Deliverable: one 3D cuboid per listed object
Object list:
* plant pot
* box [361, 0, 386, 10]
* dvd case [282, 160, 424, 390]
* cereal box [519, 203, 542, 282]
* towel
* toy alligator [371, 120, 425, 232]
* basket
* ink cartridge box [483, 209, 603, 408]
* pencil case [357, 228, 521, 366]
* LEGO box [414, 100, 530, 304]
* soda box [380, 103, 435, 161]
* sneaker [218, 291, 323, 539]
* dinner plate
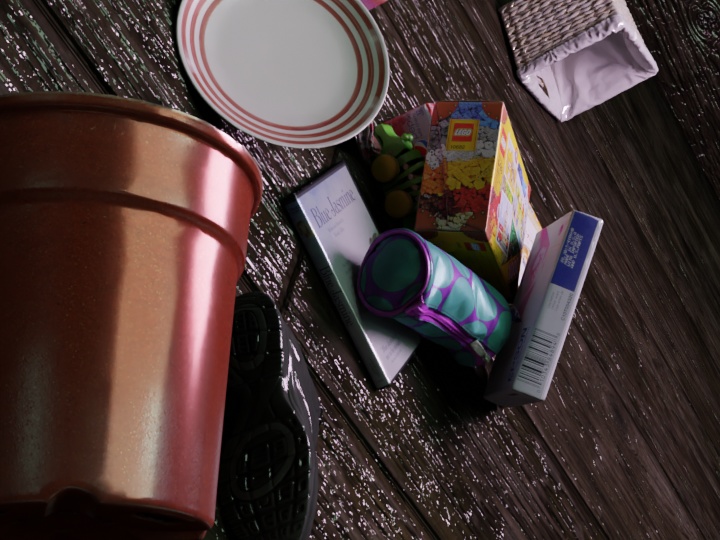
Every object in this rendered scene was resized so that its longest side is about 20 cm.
[{"bbox_3d":[-0.151,0.042,0.640,0.201,0.200,0.196,31,50,-52],"label":"plant pot"},{"bbox_3d":[-0.023,-0.384,1.373,0.200,0.094,0.103,20,51,-58],"label":"box"},{"bbox_3d":[0.000,0.000,1.177,0.201,0.017,0.143,63,25,-8],"label":"dvd case"},{"bbox_3d":[0.217,0.001,1.598,0.144,0.039,0.200,63,24,-9],"label":"cereal box"},{"bbox_3d":[-0.012,-0.211,1.234,0.200,0.023,0.145,75,-1,-75],"label":"towel"},{"bbox_3d":[0.044,-0.122,1.330,0.059,0.054,0.201,-4,73,-65],"label":"toy alligator"},{"bbox_3d":[0.370,-0.391,2.070,0.198,0.199,0.162,29,42,-55],"label":"basket"},{"bbox_3d":[0.186,0.047,1.307,0.200,0.043,0.197,132,-22,-78],"label":"ink cartridge box"},{"bbox_3d":[0.077,0.031,1.185,0.200,0.085,0.093,31,29,-53],"label":"pencil case"},{"bbox_3d":[0.126,-0.069,1.316,0.200,0.077,0.150,55,42,-63],"label":"LEGO box"},{"bbox_3d":[0.096,-0.155,1.447,0.200,0.070,0.064,-11,79,-66],"label":"soda box"},{"bbox_3d":[-0.057,0.117,0.896,0.091,0.076,0.201,45,34,-57],"label":"sneaker"},{"bbox_3d":[-0.069,-0.194,1.089,0.199,0.024,0.201,8,65,-18],"label":"dinner plate"}]
